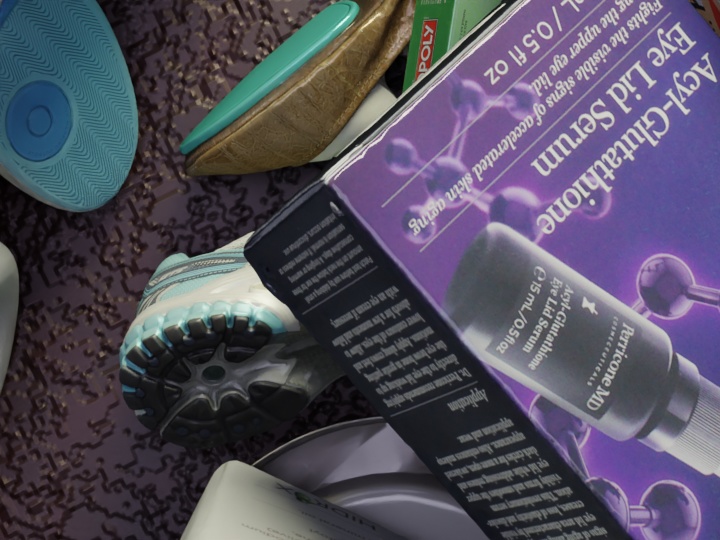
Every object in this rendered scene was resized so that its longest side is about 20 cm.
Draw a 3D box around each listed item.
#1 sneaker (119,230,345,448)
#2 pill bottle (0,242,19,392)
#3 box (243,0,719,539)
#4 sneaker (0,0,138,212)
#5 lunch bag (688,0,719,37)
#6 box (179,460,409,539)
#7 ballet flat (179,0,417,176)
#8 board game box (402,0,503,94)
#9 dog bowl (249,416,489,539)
[{"bbox_3d":[0.000,0.000,0.763,0.198,0.087,0.078,-12,126,5],"label":"sneaker"},{"bbox_3d":[-0.244,0.018,0.759,0.198,0.112,0.113,15,90,0],"label":"pill bottle"},{"bbox_3d":[0.084,0.011,0.656,0.200,0.104,0.148,47,68,-4],"label":"box"},{"bbox_3d":[-0.182,-0.105,0.783,0.080,0.130,0.200,-53,125,-24],"label":"sneaker"},{"bbox_3d":[0.145,-0.084,0.682,0.082,0.176,0.201,-38,115,-20],"label":"lunch bag"},{"bbox_3d":[-0.006,0.208,0.663,0.198,0.171,0.201,24,97,-2],"label":"box"},{"bbox_3d":[0.016,-0.095,0.787,0.072,0.068,0.200,43,86,-15],"label":"ballet flat"},{"bbox_3d":[0.087,-0.123,0.762,0.134,0.029,0.202,10,89,-34],"label":"board game box"},{"bbox_3d":[0.015,0.153,0.771,0.198,0.059,0.202,0,97,2],"label":"dog bowl"}]
